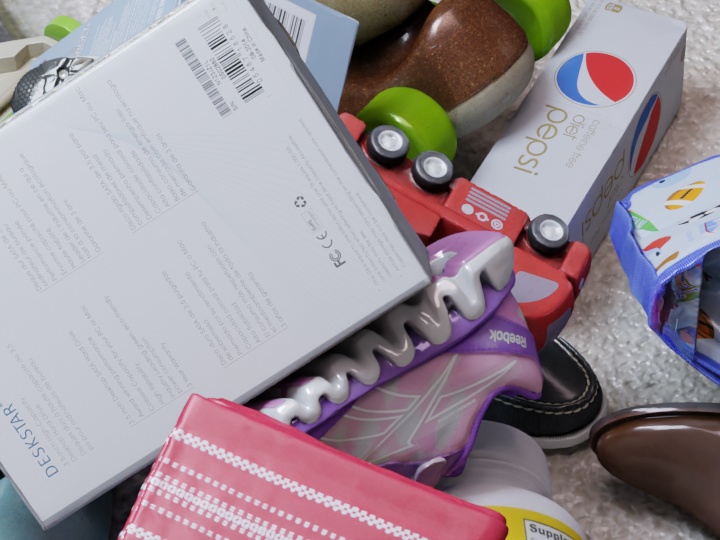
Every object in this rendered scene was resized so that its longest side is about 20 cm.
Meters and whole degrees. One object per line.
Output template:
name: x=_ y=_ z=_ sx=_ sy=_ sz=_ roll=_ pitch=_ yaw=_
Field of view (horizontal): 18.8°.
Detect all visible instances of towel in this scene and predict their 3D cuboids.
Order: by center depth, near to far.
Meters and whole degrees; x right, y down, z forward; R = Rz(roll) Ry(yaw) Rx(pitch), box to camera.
towel: x=-0.042 y=0.157 z=0.853 sx=0.144 sy=0.022 sz=0.200 roll=22 pitch=68 yaw=10

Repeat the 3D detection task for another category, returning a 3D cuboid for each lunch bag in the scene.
lunch bag: x=0.230 y=0.004 z=1.090 sx=0.199 sy=0.124 sz=0.170 roll=4 pitch=16 yaw=-2

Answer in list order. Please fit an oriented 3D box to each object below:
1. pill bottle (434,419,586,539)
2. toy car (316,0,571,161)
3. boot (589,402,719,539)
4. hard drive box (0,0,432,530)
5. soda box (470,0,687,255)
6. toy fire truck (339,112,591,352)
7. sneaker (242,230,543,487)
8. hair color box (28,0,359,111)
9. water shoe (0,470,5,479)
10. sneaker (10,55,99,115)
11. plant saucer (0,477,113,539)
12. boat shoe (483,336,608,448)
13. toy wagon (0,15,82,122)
pill bottle: x=0.055 y=0.171 z=0.985 sx=0.112 sy=0.113 sz=0.200 roll=-4 pitch=47 yaw=-2
toy car: x=-0.008 y=-0.159 z=1.205 sx=0.158 sy=0.200 sz=0.164 roll=-14 pitch=26 yaw=46
boot: x=0.180 y=0.166 z=1.021 sx=0.186 sy=0.064 sz=0.200 roll=12 pitch=54 yaw=11
hard drive box: x=-0.093 y=-0.011 z=0.937 sx=0.200 sy=0.156 sz=0.077 roll=-32 pitch=9 yaw=6
soda box: x=0.119 y=-0.064 z=1.225 sx=0.064 sy=0.068 sz=0.200 roll=19 pitch=51 yaw=19
toy fire truck: x=0.000 y=0.000 z=1.040 sx=0.200 sy=0.049 sz=0.141 roll=29 pitch=53 yaw=1
sneaker: x=0.003 y=0.068 z=0.964 sx=0.200 sy=0.089 sz=0.080 roll=-35 pitch=15 yaw=-16
hair color box: x=-0.098 y=-0.095 z=1.140 sx=0.099 sy=0.200 sz=0.061 roll=24 pitch=65 yaw=-26
water shoe: x=-0.153 y=0.052 z=1.092 sx=0.079 sy=0.200 sz=0.072 roll=-43 pitch=85 yaw=14
sneaker: x=-0.098 y=-0.037 z=1.099 sx=0.090 sy=0.200 sz=0.079 roll=0 pitch=62 yaw=55
plant saucer: x=-0.226 y=0.115 z=1.097 sx=0.200 sy=0.039 sz=0.201 roll=-1 pitch=48 yaw=1
boat shoe: x=0.041 y=0.027 z=1.151 sx=0.200 sy=0.060 sz=0.076 roll=24 pitch=53 yaw=22
toy wagon: x=-0.206 y=-0.089 z=1.282 sx=0.200 sy=0.040 sz=0.155 roll=25 pitch=53 yaw=24
